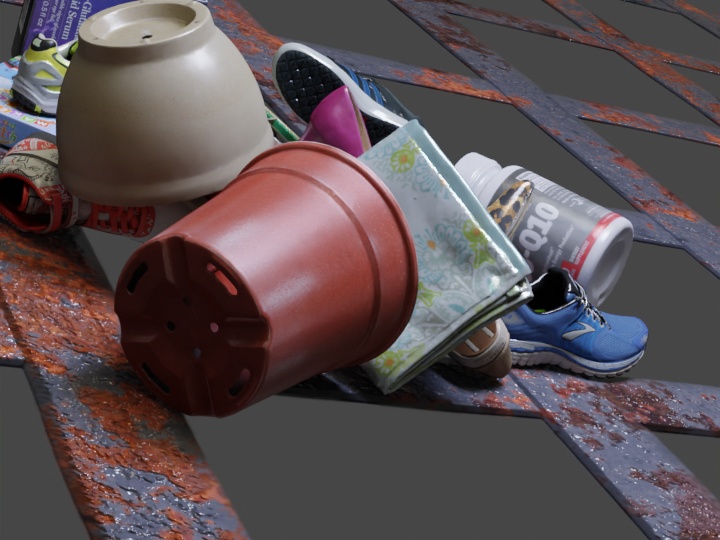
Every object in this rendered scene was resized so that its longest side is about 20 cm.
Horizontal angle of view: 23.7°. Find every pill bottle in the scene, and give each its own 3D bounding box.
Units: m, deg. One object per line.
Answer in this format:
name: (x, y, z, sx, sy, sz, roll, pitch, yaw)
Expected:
pill bottle: (0.187, -0.044, 1.872, 0.199, 0.115, 0.114, 28, 22, 24)

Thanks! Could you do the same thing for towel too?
towel: (0.036, -0.012, 1.516, 0.201, 0.171, 0.048, 55, -3, 19)

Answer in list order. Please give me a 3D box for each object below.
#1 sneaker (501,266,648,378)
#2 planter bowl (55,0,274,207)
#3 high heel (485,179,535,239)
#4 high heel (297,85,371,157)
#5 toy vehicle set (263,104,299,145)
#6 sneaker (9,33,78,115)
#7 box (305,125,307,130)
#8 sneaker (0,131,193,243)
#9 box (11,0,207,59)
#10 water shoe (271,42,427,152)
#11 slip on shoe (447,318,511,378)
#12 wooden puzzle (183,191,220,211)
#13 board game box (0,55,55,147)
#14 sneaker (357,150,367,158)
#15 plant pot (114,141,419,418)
sneaker: (0.209, 0.049, 1.689, 0.198, 0.090, 0.079, 6, 25, -32)
planter bowl: (-0.184, -0.162, 1.531, 0.198, 0.136, 0.201, -6, 28, 3)
high heel: (0.055, -0.038, 1.571, 0.142, 0.200, 0.071, 40, 2, 3)
high heel: (0.025, -0.104, 1.819, 0.200, 0.096, 0.067, 39, 15, -5)
toy vehicle set: (-0.092, -0.132, 1.852, 0.200, 0.027, 0.124, 43, 15, 5)
sneaker: (-0.275, -0.204, 1.816, 0.075, 0.077, 0.199, 33, 23, 34)
box: (0.001, -0.131, 1.960, 0.144, 0.036, 0.200, 39, 14, -11)
sneaker: (-0.248, -0.055, 1.589, 0.200, 0.068, 0.108, 25, 30, 4)
box: (-0.295, -0.287, 2.007, 0.198, 0.149, 0.104, 11, 21, -19)
water shoe: (-0.014, -0.181, 1.861, 0.199, 0.072, 0.079, 37, 25, -16)
slip on shoe: (0.081, 0.029, 1.640, 0.200, 0.076, 0.061, 45, -1, 41)
wooden puzzle: (-0.089, -0.069, 1.644, 0.200, 0.046, 0.185, 41, 24, 9)
board game box: (-0.342, -0.172, 1.833, 0.150, 0.037, 0.200, 22, 21, 5)
sneaker: (0.052, -0.045, 1.730, 0.199, 0.078, 0.078, 36, 21, 16)
plant pot: (-0.085, 0.016, 1.388, 0.200, 0.202, 0.195, 27, 29, 21)
